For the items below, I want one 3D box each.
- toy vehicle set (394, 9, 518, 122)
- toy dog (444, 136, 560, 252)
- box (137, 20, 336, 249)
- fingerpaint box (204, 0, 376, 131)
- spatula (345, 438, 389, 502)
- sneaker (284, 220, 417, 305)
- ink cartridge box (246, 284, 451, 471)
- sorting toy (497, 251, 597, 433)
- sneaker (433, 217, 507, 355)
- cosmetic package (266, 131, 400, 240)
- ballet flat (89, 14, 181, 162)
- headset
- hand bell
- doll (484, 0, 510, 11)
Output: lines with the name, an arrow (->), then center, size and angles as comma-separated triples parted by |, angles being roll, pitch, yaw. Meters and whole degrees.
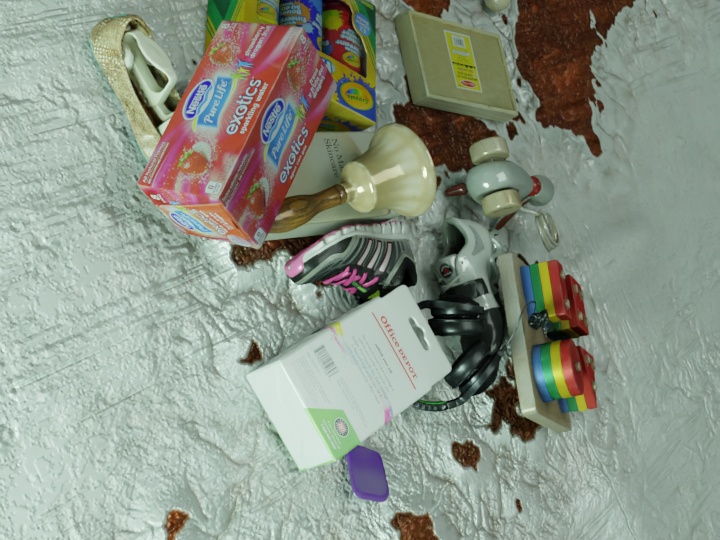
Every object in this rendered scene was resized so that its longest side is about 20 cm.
toy vehicle set -> 0.133, -0.275, 1.560 | 0.200, 0.026, 0.125 | 2, 72, -46
toy dog -> 0.181, -0.103, 1.511 | 0.200, 0.096, 0.132 | 38, 45, -49
box -> -0.115, -0.133, 1.107 | 0.200, 0.099, 0.096 | -66, 149, -20
fingerpaint box -> -0.074, -0.260, 1.300 | 0.200, 0.073, 0.167 | 22, 58, -39
spatula -> 0.008, 0.153, 1.250 | 0.056, 0.021, 0.201 | 21, 59, -38
sneaker -> 0.000, 0.000, 1.267 | 0.200, 0.074, 0.088 | -12, 76, -53
ink cartridge box -> -0.007, 0.108, 1.199 | 0.200, 0.067, 0.117 | -30, 91, -41
sorting toy -> 0.244, 0.090, 1.435 | 0.200, 0.069, 0.199 | 32, 49, -64
sneaker -> 0.124, 0.025, 1.396 | 0.088, 0.074, 0.201 | 23, 51, -33
cosmetic package -> -0.051, -0.094, 1.255 | 0.200, 0.073, 0.104 | -10, 82, -47
ballet flat -> -0.198, -0.163, 1.134 | 0.200, 0.065, 0.071 | 59, 42, -11
headset -> 0.119, 0.084, 1.305 | 0.094, 0.199, 0.124 | 74, -3, -86
hand bell -> -0.028, -0.074, 1.173 | 0.200, 0.104, 0.104 | -24, 92, -35
doll -> 0.157, -0.458, 1.641 | 0.137, 0.048, 0.200 | -48, 112, -27
